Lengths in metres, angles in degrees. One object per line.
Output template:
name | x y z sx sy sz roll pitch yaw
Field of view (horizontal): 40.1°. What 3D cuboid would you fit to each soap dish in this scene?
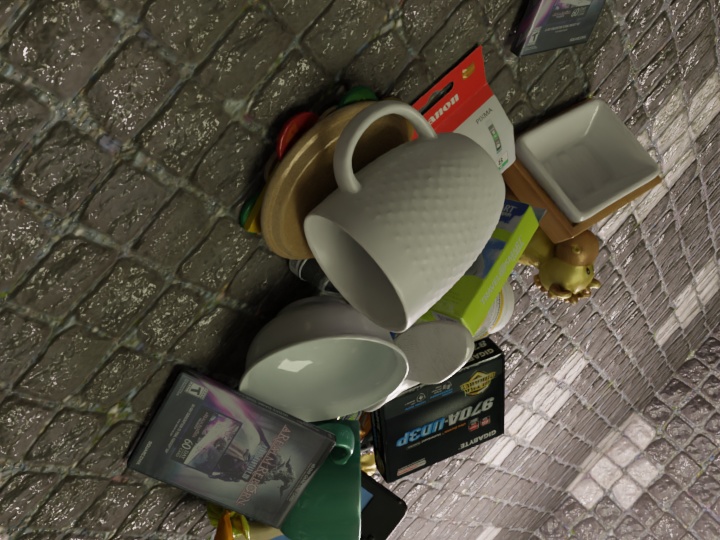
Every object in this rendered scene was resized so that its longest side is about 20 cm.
soap dish | 0.292 -0.135 1.335 0.199 0.158 0.081 -29 164 -32

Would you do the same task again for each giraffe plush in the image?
giraffe plush | 0.269 -0.030 1.413 0.172 0.162 0.201 -33 149 -27

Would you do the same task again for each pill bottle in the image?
pill bottle | 0.130 0.041 1.359 0.115 0.114 0.199 -56 152 17

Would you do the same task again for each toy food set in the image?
toy food set | -0.028 -0.097 1.016 0.197 0.049 0.201 2 126 -54

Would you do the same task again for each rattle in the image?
rattle | -0.100 0.337 1.315 0.199 0.143 0.131 20 93 -19

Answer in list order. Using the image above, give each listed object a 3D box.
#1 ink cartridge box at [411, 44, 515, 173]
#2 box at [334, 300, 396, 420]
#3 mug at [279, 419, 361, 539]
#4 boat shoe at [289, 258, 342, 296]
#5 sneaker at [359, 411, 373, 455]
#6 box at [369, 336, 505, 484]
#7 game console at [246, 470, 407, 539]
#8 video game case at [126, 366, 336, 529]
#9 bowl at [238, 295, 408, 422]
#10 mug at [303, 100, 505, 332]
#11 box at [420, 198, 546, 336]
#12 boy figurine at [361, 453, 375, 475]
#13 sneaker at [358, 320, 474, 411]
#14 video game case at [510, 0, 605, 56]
ink cartridge box | 0.111 -0.144 1.164 0.161 0.050 0.200 -43 155 -11
box | -0.020 0.130 1.304 0.064 0.070 0.201 -20 142 -43
mug | -0.058 0.253 1.249 0.152 0.113 0.187 -95 -175 -71
boat shoe | 0.000 0.000 1.165 0.072 0.068 0.199 -56 153 17
sneaker | 0.031 0.229 1.456 0.200 0.077 0.079 -46 -160 25
box | 0.110 0.197 1.397 0.198 0.046 0.160 -18 126 -19
game console | -0.057 0.353 1.426 0.177 0.199 0.031 -53 -174 11
video game case | -0.147 0.207 1.133 0.199 0.019 0.143 27 110 -16
bowl | -0.049 0.093 1.155 0.199 0.091 0.202 -9 146 -6
mug | 0.044 -0.070 0.970 0.175 0.147 0.201 -41 121 -20
box | 0.133 -0.023 1.226 0.201 0.121 0.048 -56 140 -21
boy figurine | -0.031 0.344 1.533 0.065 0.123 0.201 110 6 -53
sneaker | 0.072 0.106 1.218 0.199 0.076 0.088 -32 173 41
video game case | 0.254 -0.345 1.125 0.142 0.019 0.201 -21 143 -41
